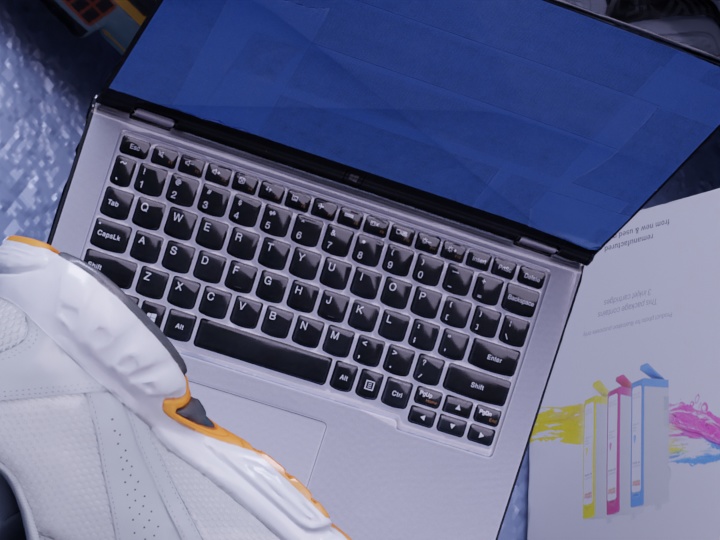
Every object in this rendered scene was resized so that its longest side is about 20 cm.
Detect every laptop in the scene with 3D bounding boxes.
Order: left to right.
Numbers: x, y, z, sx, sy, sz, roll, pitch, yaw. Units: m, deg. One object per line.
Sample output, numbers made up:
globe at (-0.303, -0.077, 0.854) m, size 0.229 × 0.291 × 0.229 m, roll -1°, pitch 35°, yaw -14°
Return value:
laptop at (0.000, 0.000, 0.943) m, size 0.187 × 0.116 × 0.201 m, roll 18°, pitch 91°, yaw -16°

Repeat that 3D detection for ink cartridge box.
ink cartridge box at (0.152, 0.084, 1.134) m, size 0.128 × 0.125 × 0.201 m, roll 12°, pitch 72°, yaw -37°

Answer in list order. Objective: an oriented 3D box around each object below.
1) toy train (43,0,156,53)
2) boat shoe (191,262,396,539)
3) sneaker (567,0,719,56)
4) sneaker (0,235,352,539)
toy train at (-0.039, -0.100, 1.014) m, size 0.200 × 0.114 × 0.085 m, roll 44°, pitch 43°, yaw -20°
boat shoe at (-0.019, 0.082, 1.038) m, size 0.072 × 0.059 × 0.200 m, roll -39°, pitch 105°, yaw -38°
sneaker at (0.108, -0.162, 1.168) m, size 0.200 × 0.075 × 0.115 m, roll 61°, pitch 41°, yaw -42°
sneaker at (-0.072, 0.084, 0.925) m, size 0.092 × 0.076 × 0.200 m, roll -48°, pitch 112°, yaw -13°
